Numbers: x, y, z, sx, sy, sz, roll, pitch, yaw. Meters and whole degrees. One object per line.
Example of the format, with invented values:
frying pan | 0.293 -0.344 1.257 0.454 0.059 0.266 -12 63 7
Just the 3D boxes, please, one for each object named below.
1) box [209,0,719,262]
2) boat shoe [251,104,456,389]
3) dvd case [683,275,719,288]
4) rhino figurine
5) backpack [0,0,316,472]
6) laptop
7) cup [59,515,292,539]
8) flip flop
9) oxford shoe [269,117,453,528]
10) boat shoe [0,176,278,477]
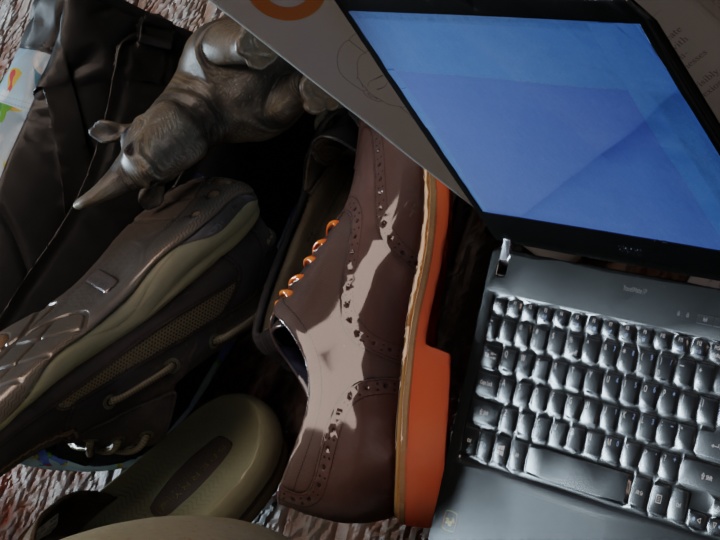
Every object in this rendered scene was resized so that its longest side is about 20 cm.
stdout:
box | 0.048 -0.114 0.883 0.124 0.200 0.098 -37 31 30
boat shoe | 0.003 -0.040 1.025 0.074 0.060 0.201 -20 47 53
dvd case | 0.150 0.055 0.769 0.143 0.017 0.200 -59 31 -3
rhino figurine | -0.044 -0.085 1.014 0.200 0.060 0.087 -41 16 -18
backpack | -0.119 -0.005 1.101 0.153 0.162 0.202 -12 60 62
laptop | 0.053 0.018 0.785 0.177 0.103 0.202 13 90 58
cup | -0.066 0.166 0.846 0.200 0.200 0.143 -40 7 28
flip flop | -0.112 0.121 1.005 0.200 0.058 0.081 -45 46 -14
oxford shoe | 0.000 0.000 0.935 0.071 0.072 0.202 87 -176 -65
boat shoe | -0.108 0.046 1.012 0.200 0.073 0.074 -40 21 -7
